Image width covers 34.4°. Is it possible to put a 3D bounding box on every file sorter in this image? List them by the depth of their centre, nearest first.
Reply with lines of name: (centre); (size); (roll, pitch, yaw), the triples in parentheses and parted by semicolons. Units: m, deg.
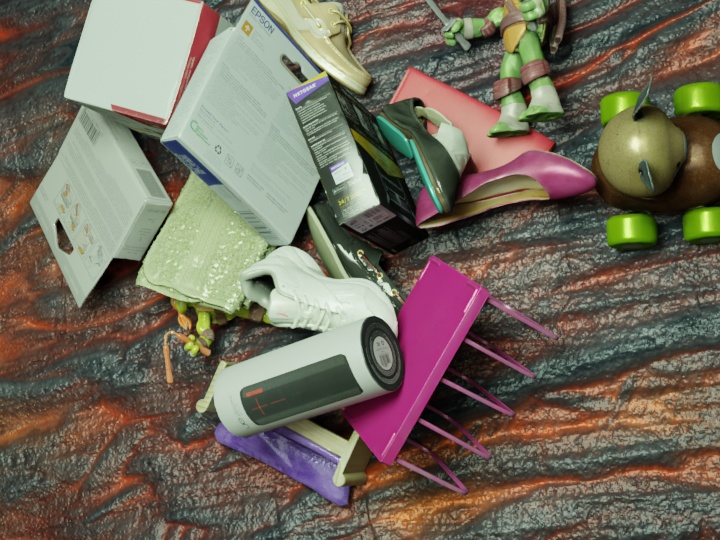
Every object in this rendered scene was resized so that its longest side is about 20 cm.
file sorter: (0.097, 0.114, 1.234); (0.125, 0.139, 0.201); (28, 93, -22)

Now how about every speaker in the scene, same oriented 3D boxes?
speaker: (-0.057, 0.113, 1.217); (0.199, 0.081, 0.082); (-20, 76, 30)

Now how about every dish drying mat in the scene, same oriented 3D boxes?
dish drying mat: (0.122, -0.160, 1.344); (0.199, 0.018, 0.077); (31, 93, 20)

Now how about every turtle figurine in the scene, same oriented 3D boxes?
turtle figurine: (0.145, -0.252, 1.266); (0.143, 0.199, 0.196); (-12, 81, 28)
turtle figurine: (-0.159, 0.043, 1.376); (0.159, 0.065, 0.202); (-2, 61, 9)

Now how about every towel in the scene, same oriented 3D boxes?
towel: (-0.165, -0.046, 1.370); (0.147, 0.037, 0.201); (14, 60, 16)

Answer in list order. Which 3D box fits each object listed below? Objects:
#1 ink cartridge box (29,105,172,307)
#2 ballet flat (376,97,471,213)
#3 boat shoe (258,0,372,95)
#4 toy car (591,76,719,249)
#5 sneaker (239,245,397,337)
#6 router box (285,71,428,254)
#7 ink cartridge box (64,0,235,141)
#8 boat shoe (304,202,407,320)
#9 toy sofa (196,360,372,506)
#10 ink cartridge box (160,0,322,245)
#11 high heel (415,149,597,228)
ink cartridge box: (-0.324, -0.084, 1.436); (0.177, 0.044, 0.201); (-53, 52, 26)
ballet flat: (0.077, -0.138, 1.274); (0.068, 0.068, 0.201); (-28, 41, -1)
boat shoe: (-0.048, -0.294, 1.389); (0.069, 0.074, 0.200); (-46, 71, 12)
toy car: (0.306, -0.121, 1.181); (0.156, 0.200, 0.166); (-4, 81, 17)
sneaker: (-0.052, 0.043, 1.260); (0.199, 0.099, 0.079); (22, 119, 33)
router box: (0.000, -0.112, 1.279); (0.052, 0.200, 0.159); (-25, 74, 13)
ink cartridge box: (-0.219, -0.230, 1.370); (0.144, 0.200, 0.146); (16, 89, 21)
boat shoe: (0.000, 0.001, 1.335); (0.063, 0.074, 0.202); (-29, 68, -11)
toy sofa: (-0.086, 0.188, 1.325); (0.199, 0.083, 0.098); (25, 89, 20)
ink cartridge box: (-0.112, -0.166, 1.312); (0.040, 0.200, 0.201); (-2, 55, 42)
high heel: (0.153, -0.079, 1.257); (0.198, 0.067, 0.097); (10, 63, 30)
